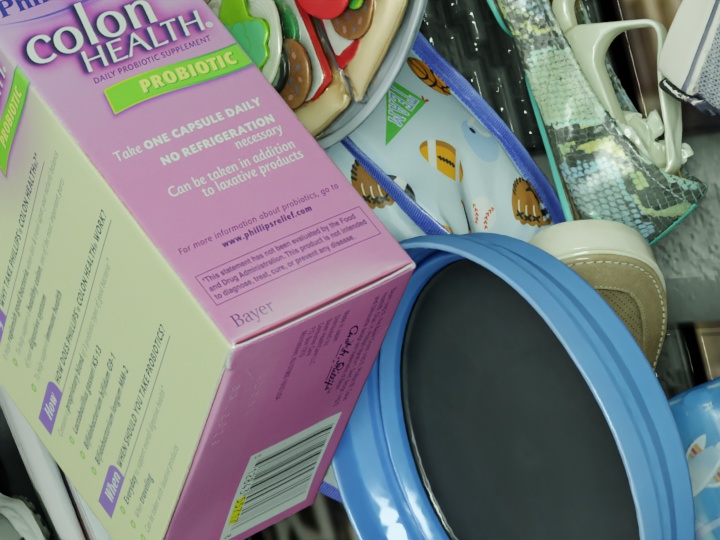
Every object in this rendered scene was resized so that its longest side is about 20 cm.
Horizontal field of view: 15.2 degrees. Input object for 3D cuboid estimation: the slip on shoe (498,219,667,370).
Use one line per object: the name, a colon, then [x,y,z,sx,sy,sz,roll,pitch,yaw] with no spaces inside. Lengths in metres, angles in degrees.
slip on shoe: [0.088,0.061,1.152,0.201,0.076,0.061,105,162,-48]

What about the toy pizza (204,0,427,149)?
toy pizza: [-0.040,-0.148,1.131,0.200,0.032,0.202,8,100,50]

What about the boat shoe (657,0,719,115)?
boat shoe: [0.187,-0.128,1.032,0.093,0.075,0.201,36,138,21]

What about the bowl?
bowl: [0.059,0.079,1.103,0.200,0.039,0.202,30,130,43]

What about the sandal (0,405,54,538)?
sandal: [-0.197,0.147,1.523,0.076,0.043,0.201,26,146,48]

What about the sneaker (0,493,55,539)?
sneaker: [-0.208,0.149,1.411,0.200,0.079,0.074,34,148,47]

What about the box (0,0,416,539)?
box: [-0.090,-0.004,1.139,0.200,0.096,0.176,50,145,23]

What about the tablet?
tablet: [-0.172,0.085,1.389,0.130,0.014,0.201,-133,23,-63]

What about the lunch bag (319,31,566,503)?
lunch bag: [0.000,0.000,1.234,0.200,0.124,0.170,48,130,11]

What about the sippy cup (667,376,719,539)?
sippy cup: [0.169,0.110,1.115,0.177,0.140,0.131,-22,79,7]

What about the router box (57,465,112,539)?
router box: [-0.115,0.149,1.411,0.179,0.049,0.201,170,77,-80]

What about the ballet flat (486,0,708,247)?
ballet flat: [0.093,-0.105,1.141,0.074,0.074,0.201,-29,81,48]
